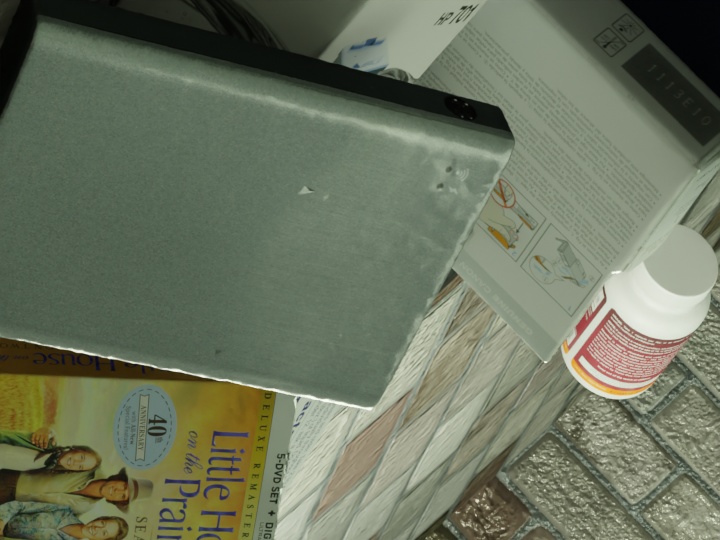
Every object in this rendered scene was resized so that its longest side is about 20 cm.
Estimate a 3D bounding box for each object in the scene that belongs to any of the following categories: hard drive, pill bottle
[{"bbox_3d":[-0.058,-0.024,1.030,0.199,0.033,0.140,12,123,-25],"label":"hard drive"},{"bbox_3d":[0.288,0.039,2.718,0.113,0.113,0.200,-37,167,-32],"label":"pill bottle"}]

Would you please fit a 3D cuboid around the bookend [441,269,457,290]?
[{"bbox_3d":[0.000,0.000,1.577,0.200,0.092,0.199,-42,169,-4],"label":"bookend"}]

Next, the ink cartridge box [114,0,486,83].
[{"bbox_3d":[-0.027,-0.106,1.106,0.200,0.086,0.146,-46,168,22],"label":"ink cartridge box"}]

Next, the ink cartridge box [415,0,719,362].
[{"bbox_3d":[0.063,-0.077,1.235,0.043,0.200,0.174,-37,168,-34],"label":"ink cartridge box"}]

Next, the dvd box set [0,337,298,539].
[{"bbox_3d":[-0.133,0.096,1.165,0.029,0.198,0.147,-104,-159,-54],"label":"dvd box set"}]

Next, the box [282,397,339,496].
[{"bbox_3d":[-0.087,0.039,1.278,0.200,0.105,0.184,-16,143,-56],"label":"box"}]

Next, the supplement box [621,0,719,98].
[{"bbox_3d":[0.233,-0.148,1.274,0.200,0.134,0.200,-46,158,8],"label":"supplement box"}]
